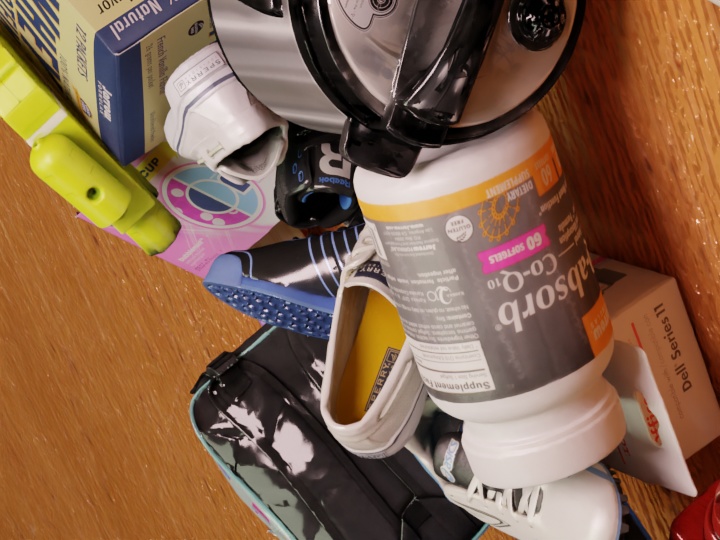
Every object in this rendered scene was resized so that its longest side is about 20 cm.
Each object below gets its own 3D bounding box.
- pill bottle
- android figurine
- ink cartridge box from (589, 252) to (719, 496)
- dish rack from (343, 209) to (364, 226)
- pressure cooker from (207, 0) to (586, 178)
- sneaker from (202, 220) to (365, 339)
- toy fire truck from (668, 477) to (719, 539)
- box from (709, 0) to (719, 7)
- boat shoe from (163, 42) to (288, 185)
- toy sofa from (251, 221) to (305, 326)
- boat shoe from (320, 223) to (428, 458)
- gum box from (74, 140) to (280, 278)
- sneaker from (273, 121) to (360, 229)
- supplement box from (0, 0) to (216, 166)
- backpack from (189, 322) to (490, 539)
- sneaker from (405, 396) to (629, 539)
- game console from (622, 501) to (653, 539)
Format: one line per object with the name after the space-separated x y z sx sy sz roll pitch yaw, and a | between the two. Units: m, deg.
0.078 0.015 1.378 0.116 0.116 0.200 12 127 59 | pill bottle
-0.199 -0.092 1.563 0.200 0.041 0.182 44 -177 -31 | android figurine
0.152 0.056 1.501 0.200 0.067 0.117 21 138 56 | ink cartridge box
0.046 0.024 1.692 0.153 0.055 0.200 39 153 37 | dish rack
0.026 -0.157 1.318 0.200 0.178 0.176 16 131 64 | pressure cooker
0.000 0.000 1.525 0.200 0.078 0.070 9 159 22 | sneaker
0.269 0.166 1.379 0.176 0.129 0.200 46 166 22 | toy fire truck
0.183 -0.188 1.043 0.200 0.109 0.128 38 153 37 | box
-0.079 -0.082 1.479 0.067 0.074 0.200 56 -178 7 | boat shoe
-0.069 -0.003 1.831 0.200 0.098 0.083 54 158 1 | toy sofa
0.019 0.009 1.438 0.071 0.200 0.070 14 169 22 | boat shoe
-0.103 -0.078 1.684 0.113 0.066 0.200 26 140 -22 | gum box
-0.007 -0.105 1.504 0.200 0.073 0.112 108 165 -45 | sneaker
-0.135 -0.217 1.530 0.200 0.200 0.134 47 159 18 | supplement box
0.004 0.117 1.619 0.200 0.176 0.153 48 175 12 | backpack
0.089 0.128 1.460 0.200 0.072 0.072 29 109 55 | sneaker
0.120 0.219 1.483 0.200 0.118 0.171 -123 16 -45 | game console
